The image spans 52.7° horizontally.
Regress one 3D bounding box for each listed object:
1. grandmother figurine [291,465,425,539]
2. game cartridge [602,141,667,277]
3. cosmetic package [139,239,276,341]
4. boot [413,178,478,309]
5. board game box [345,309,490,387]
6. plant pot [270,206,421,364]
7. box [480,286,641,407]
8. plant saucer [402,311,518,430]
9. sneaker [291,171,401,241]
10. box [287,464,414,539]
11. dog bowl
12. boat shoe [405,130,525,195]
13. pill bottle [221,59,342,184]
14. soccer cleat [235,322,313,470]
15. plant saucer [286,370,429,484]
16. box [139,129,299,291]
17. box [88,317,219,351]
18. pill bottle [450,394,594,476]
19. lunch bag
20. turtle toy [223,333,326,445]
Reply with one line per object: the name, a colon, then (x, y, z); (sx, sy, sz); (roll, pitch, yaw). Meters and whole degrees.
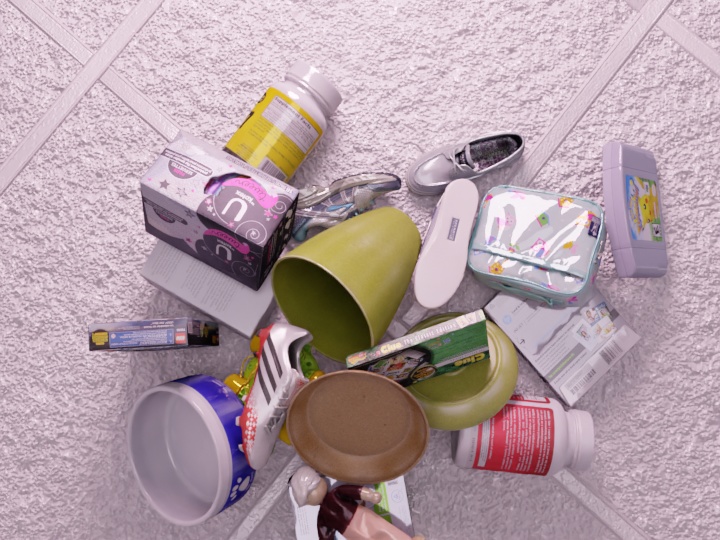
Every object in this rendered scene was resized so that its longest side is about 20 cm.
grandmother figurine: (-0.015, 0.346, 1.007); (0.198, 0.061, 0.122); (36, 94, 6)
game cartridge: (0.416, -0.091, 1.105); (0.131, 0.040, 0.205); (-1, 83, -41)
cosmetic package: (-0.226, 0.017, 1.121); (0.197, 0.071, 0.103); (29, 77, 4)
boot: (0.128, -0.034, 1.111); (0.071, 0.090, 0.204); (22, 81, -2)
board game box: (0.083, 0.121, 1.011); (0.196, 0.106, 0.024); (-19, 50, 0)
plant pot: (0.000, 0.000, 1.070); (0.187, 0.188, 0.200); (42, 55, 4)
box: (0.308, 0.082, 1.127); (0.156, 0.041, 0.200); (-42, 86, -3)
plant saucer: (0.134, 0.137, 1.073); (0.195, 0.031, 0.203); (-8, 50, 10)
sneaker: (-0.026, -0.099, 1.141); (0.196, 0.078, 0.088); (-14, 94, 8)
box: (-0.006, 0.393, 1.075); (0.172, 0.097, 0.205); (-12, 85, 0)
dog bowl: (-0.245, 0.257, 1.053); (0.197, 0.078, 0.205); (6, 101, 34)
boat shoe: (0.164, -0.175, 1.137); (0.197, 0.072, 0.072); (-19, 84, -1)
pill bottle: (-0.122, -0.215, 1.125); (0.114, 0.114, 0.201); (37, 86, 4)
soccer cleat: (-0.115, 0.172, 1.004); (0.083, 0.069, 0.205); (1, 71, 23)
plant saucer: (-0.003, 0.208, 0.996); (0.195, 0.036, 0.204); (3, 121, 5)
box: (-0.203, -0.085, 1.048); (0.197, 0.133, 0.116); (27, 59, 3)
box: (-0.292, 0.095, 1.056); (0.133, 0.200, 0.041); (-3, 84, 1)
pill bottle: (0.237, 0.242, 1.077); (0.195, 0.112, 0.115); (5, 85, 2)
lunch bag: (0.264, -0.034, 1.083); (0.196, 0.077, 0.163); (14, 71, 25)
turtle toy: (-0.129, 0.197, 1.090); (0.144, 0.101, 0.202); (32, 84, 18)
